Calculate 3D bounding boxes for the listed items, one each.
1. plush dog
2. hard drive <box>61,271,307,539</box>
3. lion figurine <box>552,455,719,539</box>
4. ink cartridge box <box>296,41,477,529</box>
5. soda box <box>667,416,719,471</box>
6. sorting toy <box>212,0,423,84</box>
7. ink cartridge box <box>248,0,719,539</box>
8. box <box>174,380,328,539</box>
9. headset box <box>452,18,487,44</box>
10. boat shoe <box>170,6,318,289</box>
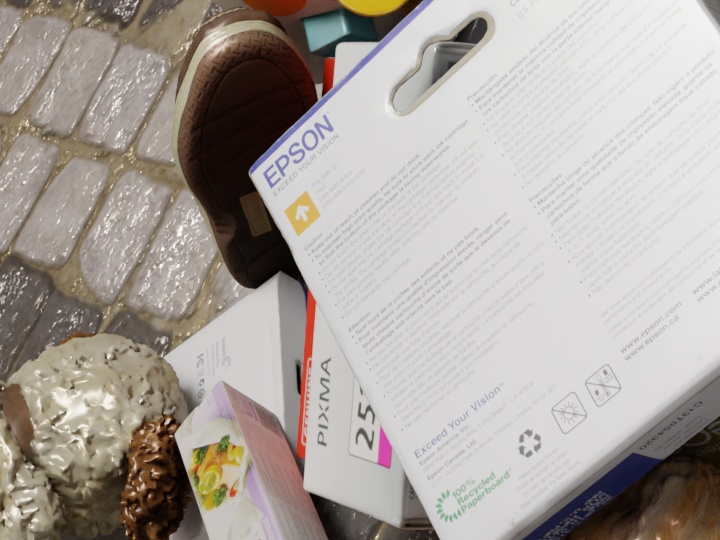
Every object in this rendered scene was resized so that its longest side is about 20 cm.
[{"bbox_3d":[-0.169,0.095,1.098,0.171,0.161,0.200,-30,38,-6],"label":"plush dog"},{"bbox_3d":[-0.101,0.104,1.134,0.200,0.025,0.132,-36,40,30],"label":"hard drive"},{"bbox_3d":[0.064,0.132,0.861,0.200,0.072,0.123,-8,51,54],"label":"lion figurine"},{"bbox_3d":[0.000,0.000,0.950,0.173,0.043,0.201,10,96,61],"label":"ink cartridge box"},{"bbox_3d":[0.159,0.028,0.819,0.199,0.068,0.064,-24,47,40],"label":"soda box"},{"bbox_3d":[0.016,-0.162,1.068,0.200,0.107,0.180,-40,-12,-14],"label":"sorting toy"},{"bbox_3d":[0.072,-0.020,0.808,0.196,0.043,0.201,-41,59,22],"label":"ink cartridge box"},{"bbox_3d":[-0.043,0.119,0.970,0.039,0.041,0.200,-50,29,12],"label":"box"},{"bbox_3d":[0.093,-0.059,0.965,0.201,0.075,0.149,-57,33,3],"label":"headset box"},{"bbox_3d":[-0.064,-0.071,1.076,0.074,0.203,0.075,-17,59,-11],"label":"boat shoe"}]
